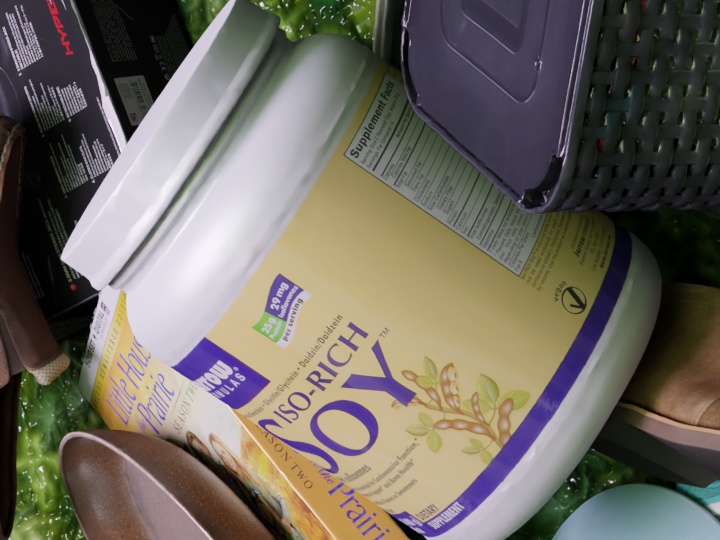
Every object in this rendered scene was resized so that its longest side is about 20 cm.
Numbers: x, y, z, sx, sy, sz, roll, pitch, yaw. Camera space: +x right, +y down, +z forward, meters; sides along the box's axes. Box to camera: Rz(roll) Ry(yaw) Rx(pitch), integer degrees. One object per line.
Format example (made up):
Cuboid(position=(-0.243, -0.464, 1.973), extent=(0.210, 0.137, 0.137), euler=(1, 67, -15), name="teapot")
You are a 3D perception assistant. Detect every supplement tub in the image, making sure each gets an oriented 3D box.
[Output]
Cuboid(position=(0.000, 0.000, 0.965), extent=(0.199, 0.146, 0.146), euler=(34, 118, -9), name="supplement tub")

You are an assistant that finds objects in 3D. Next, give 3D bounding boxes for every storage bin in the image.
Cuboid(position=(0.089, -0.131, 0.837), extent=(0.135, 0.093, 0.201), euler=(-132, 45, -57), name="storage bin")

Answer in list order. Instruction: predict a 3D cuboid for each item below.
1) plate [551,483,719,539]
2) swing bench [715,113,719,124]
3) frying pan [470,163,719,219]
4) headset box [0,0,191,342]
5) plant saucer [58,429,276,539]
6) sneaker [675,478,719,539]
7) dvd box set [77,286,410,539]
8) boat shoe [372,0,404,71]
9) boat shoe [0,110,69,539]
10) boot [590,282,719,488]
Cuboid(position=(0.108, 0.187, 1.003), extent=(0.200, 0.025, 0.202), euler=(-4, 86, 62), name="plate")
Cuboid(position=(0.221, -0.132, 0.823), extent=(0.200, 0.129, 0.200), euler=(-161, 69, -64), name="swing bench")
Cuboid(position=(0.144, -0.029, 0.939), extent=(0.189, 0.115, 0.031), euler=(12, 86, 17), name="frying pan")
Cuboid(position=(-0.163, -0.042, 1.177), extent=(0.199, 0.077, 0.150), euler=(-27, 82, 35), name="headset box")
Cuboid(position=(-0.062, 0.147, 1.108), extent=(0.200, 0.032, 0.201), euler=(43, 155, 26), name="plant saucer")
Cuboid(position=(0.195, 0.056, 0.952), extent=(0.200, 0.077, 0.080), euler=(-44, 60, 29), name="sneaker")
Cuboid(position=(-0.048, 0.093, 1.090), extent=(0.200, 0.029, 0.146), euler=(50, 155, 11), name="dvd box set")
Cuboid(position=(0.030, -0.060, 1.051), extent=(0.072, 0.062, 0.201), euler=(5, 100, 34), name="boat shoe")
Cuboid(position=(-0.164, 0.029, 1.113), extent=(0.074, 0.075, 0.204), euler=(14, 109, 4), name="boat shoe")
Cuboid(position=(0.148, 0.045, 0.923), extent=(0.200, 0.073, 0.076), euler=(12, 74, 62), name="boot")
